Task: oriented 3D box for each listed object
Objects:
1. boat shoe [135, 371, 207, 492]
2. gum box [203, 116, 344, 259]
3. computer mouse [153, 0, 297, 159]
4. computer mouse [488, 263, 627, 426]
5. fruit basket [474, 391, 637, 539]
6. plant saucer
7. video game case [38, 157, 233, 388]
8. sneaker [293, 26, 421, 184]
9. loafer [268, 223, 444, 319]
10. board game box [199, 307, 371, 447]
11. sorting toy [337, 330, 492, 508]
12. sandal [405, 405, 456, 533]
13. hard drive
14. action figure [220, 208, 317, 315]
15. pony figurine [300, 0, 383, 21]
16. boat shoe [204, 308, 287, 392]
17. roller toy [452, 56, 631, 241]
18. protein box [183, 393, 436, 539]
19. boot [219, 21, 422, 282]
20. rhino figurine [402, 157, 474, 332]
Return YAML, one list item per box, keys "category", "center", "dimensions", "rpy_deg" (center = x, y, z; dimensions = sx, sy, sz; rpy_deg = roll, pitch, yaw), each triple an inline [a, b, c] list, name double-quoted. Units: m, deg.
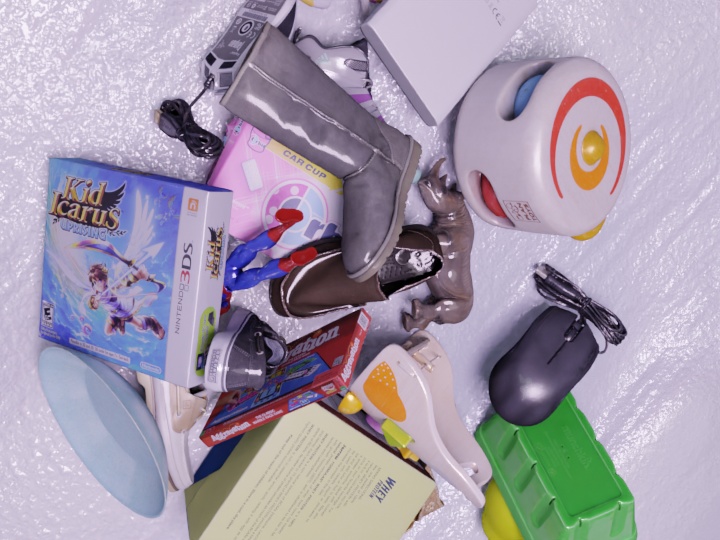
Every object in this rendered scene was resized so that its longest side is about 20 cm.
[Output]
- category: "boat shoe"
  center: [-0.199, 0.144, 0.807]
  dimensions: [0.067, 0.075, 0.205]
  rpy_deg: [-11, 107, -13]
- category: "gum box"
  center: [-0.076, -0.072, 0.801]
  dimensions: [0.197, 0.066, 0.115]
  rpy_deg: [29, 94, -21]
- category: "computer mouse"
  center: [-0.123, -0.204, 0.751]
  dimensions: [0.201, 0.109, 0.044]
  rpy_deg: [-53, 137, -8]
- category: "computer mouse"
  center: [0.227, 0.093, 0.883]
  dimensions: [0.138, 0.053, 0.201]
  rpy_deg: [38, 69, 9]
- category: "fruit basket"
  center: [0.229, 0.273, 0.926]
  dimensions: [0.152, 0.215, 0.221]
  rpy_deg: [-17, 106, -12]
- category: "plant saucer"
  center: [-0.250, 0.156, 0.752]
  dimensions: [0.039, 0.198, 0.205]
  rpy_deg: [-36, 112, -39]
- category: "video game case"
  center: [-0.224, -0.003, 0.721]
  dimensions: [0.196, 0.045, 0.186]
  rpy_deg: [13, 100, 23]
- category: "sneaker"
  center: [0.003, -0.187, 0.795]
  dimensions: [0.197, 0.077, 0.143]
  rpy_deg: [24, 90, -25]
- category: "loafer"
  center: [0.000, 0.000, 0.767]
  dimensions: [0.196, 0.071, 0.075]
  rpy_deg: [-20, 109, -12]
- category: "board game box"
  center: [-0.079, 0.112, 0.768]
  dimensions: [0.198, 0.104, 0.020]
  rpy_deg: [-28, 113, 31]
- category: "sorting toy"
  center: [0.078, 0.170, 0.809]
  dimensions: [0.107, 0.200, 0.180]
  rpy_deg: [-44, 80, 10]
- category: "sandal"
  center: [0.081, 0.266, 0.918]
  dimensions: [0.069, 0.078, 0.215]
  rpy_deg: [27, 88, -14]
- category: "hard drive"
  center: [0.101, -0.276, 0.802]
  dimensions: [0.201, 0.026, 0.132]
  rpy_deg: [-50, 117, -16]
- category: "action figure"
  center: [-0.142, 0.005, 0.738]
  dimensions: [0.098, 0.198, 0.067]
  rpy_deg: [-13, 79, -44]
- category: "pony figurine"
  center: [-0.021, -0.342, 0.709]
  dimensions: [0.198, 0.164, 0.197]
  rpy_deg: [-20, 128, -51]
- category: "boat shoe"
  center: [-0.107, 0.081, 0.751]
  dimensions: [0.064, 0.200, 0.072]
  rpy_deg: [8, 90, -1]
- category: "roller toy"
  center: [0.203, -0.132, 0.809]
  dimensions: [0.179, 0.138, 0.206]
  rpy_deg: [-7, 103, -38]
- category: "protein box"
  center: [-0.061, 0.245, 0.839]
  dimensions: [0.198, 0.135, 0.200]
  rpy_deg: [36, 90, -20]
- category: "boot"
  center: [-0.043, -0.111, 0.698]
  dimensions: [0.198, 0.072, 0.185]
  rpy_deg: [33, 56, -29]
- category: "rhino figurine"
  center: [0.094, -0.029, 0.867]
  dimensions: [0.085, 0.060, 0.206]
  rpy_deg: [-4, 101, -17]
